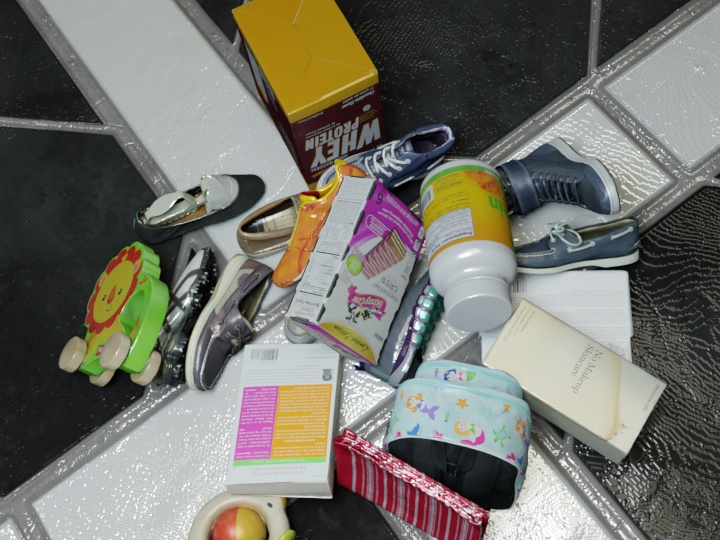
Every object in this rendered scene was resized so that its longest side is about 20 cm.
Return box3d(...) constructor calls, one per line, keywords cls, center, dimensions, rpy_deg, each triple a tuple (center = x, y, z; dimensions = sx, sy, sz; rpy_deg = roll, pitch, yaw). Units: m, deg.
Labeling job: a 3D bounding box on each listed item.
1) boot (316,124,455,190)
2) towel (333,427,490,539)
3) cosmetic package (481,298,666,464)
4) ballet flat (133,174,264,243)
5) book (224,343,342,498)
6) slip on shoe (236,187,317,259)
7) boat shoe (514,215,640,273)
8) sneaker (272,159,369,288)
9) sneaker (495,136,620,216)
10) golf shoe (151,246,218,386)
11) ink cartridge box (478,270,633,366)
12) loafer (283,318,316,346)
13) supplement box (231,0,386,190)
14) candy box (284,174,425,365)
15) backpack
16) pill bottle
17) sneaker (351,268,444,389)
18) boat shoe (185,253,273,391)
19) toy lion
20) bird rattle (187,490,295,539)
box3d(cls="boot", center=(0.034, -0.150, 1.293), dimensions=(0.198, 0.090, 0.073), rpy_deg=(-25, 80, -19))
box3d(cls="towel", center=(0.055, 0.268, 1.100), dimensions=(0.198, 0.145, 0.023), rpy_deg=(27, 60, 18))
box3d(cls="cosmetic package", center=(0.255, 0.134, 1.137), dimensions=(0.199, 0.073, 0.104), rpy_deg=(30, 75, 16))
box3d(cls="ballet flat", center=(-0.232, -0.095, 1.334), dimensions=(0.198, 0.069, 0.068), rpy_deg=(-25, 65, -5))
box3d(cls="book", center=(-0.095, 0.185, 1.188), dimensions=(0.132, 0.048, 0.202), rpy_deg=(-1, 53, 7))
box3d(cls="slip on shoe", center=(-0.083, -0.081, 1.316), dimensions=(0.198, 0.061, 0.077), rpy_deg=(-20, 65, -3))
box3d(cls="boat shoe", center=(0.276, -0.035, 1.231), dimensions=(0.197, 0.075, 0.063), rpy_deg=(-5, 109, -5))
box3d(cls="sneaker", center=(-0.065, -0.064, 1.262), dimensions=(0.077, 0.073, 0.201), rpy_deg=(32, 104, -15))
box3d(cls="sneaker", center=(0.247, -0.102, 1.247), dimensions=(0.145, 0.078, 0.203), rpy_deg=(-24, 27, -6))
box3d(cls="golf shoe", center=(-0.257, 0.053, 1.268), dimensions=(0.093, 0.078, 0.202), rpy_deg=(12, 67, 12))
box3d(cls="ink cartridge box", center=(0.253, 0.088, 1.215), dimensions=(0.197, 0.044, 0.176), rpy_deg=(0, 71, 6))
box3d(cls="loafer", center=(-0.039, 0.012, 1.264), dimensions=(0.069, 0.070, 0.201), rpy_deg=(30, 73, 14))
box3d(cls="supplement box", center=(-0.067, -0.261, 1.318), dimensions=(0.132, 0.200, 0.199), rpy_deg=(-26, 66, -6))
box3d(cls="candy box", center=(0.000, 0.000, 1.185), dimensions=(0.061, 0.136, 0.202), rpy_deg=(10, 72, 41))
box3d(cls="backpack", center=(0.116, 0.192, 1.097), dimensions=(0.175, 0.200, 0.152), rpy_deg=(10, 67, 11))
box3d(cls="pill bottle", center=(0.138, -0.030, 1.175), dimensions=(0.110, 0.112, 0.202), rpy_deg=(-6, 55, 3))
box3d(cls="sneaker", center=(0.059, 0.053, 1.237), dimensions=(0.087, 0.075, 0.202), rpy_deg=(18, 70, 19))
box3d(cls="boat shoe", center=(-0.174, 0.071, 1.253), dimensions=(0.064, 0.072, 0.202), rpy_deg=(11, 62, 19))
box3d(cls="toy lion", center=(-0.312, 0.051, 1.233), dimensions=(0.199, 0.068, 0.194), rpy_deg=(-8, 58, 49))
box3d(cls="bird rattle", center=(-0.153, 0.348, 1.133), dimensions=(0.197, 0.113, 0.165), rpy_deg=(-10, 50, 13))
